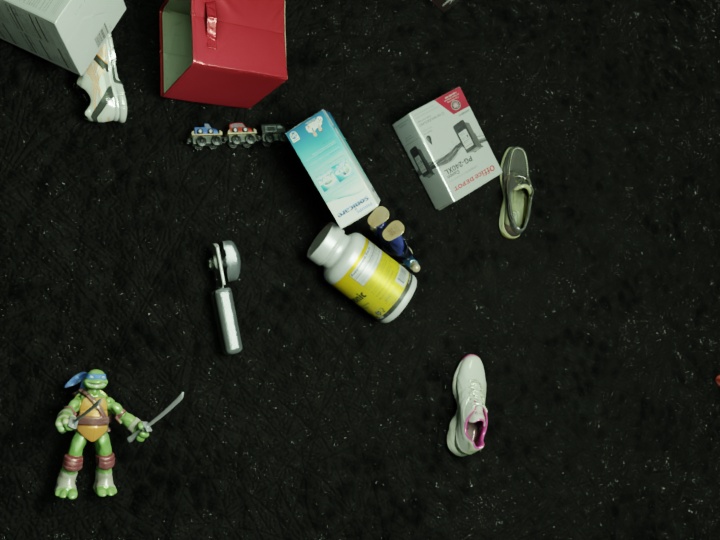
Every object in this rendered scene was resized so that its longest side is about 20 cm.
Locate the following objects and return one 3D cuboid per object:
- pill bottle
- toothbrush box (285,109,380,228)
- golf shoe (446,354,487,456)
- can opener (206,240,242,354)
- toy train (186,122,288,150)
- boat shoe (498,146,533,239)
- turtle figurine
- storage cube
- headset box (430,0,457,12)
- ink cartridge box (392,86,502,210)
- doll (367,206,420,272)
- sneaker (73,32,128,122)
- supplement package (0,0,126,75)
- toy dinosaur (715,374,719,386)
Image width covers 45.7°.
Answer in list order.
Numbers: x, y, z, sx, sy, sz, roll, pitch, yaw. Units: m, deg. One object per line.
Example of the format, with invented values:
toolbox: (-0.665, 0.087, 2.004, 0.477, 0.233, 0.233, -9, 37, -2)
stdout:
pill bottle: (0.000, 0.000, 1.613, 0.199, 0.111, 0.112, 38, 69, -14)
toothbrush box: (-0.047, -0.189, 1.592, 0.085, 0.146, 0.201, -31, 96, 7)
golf shoe: (0.225, 0.265, 1.685, 0.074, 0.091, 0.203, 11, 76, -20)
can opener: (-0.232, 0.047, 1.533, 0.066, 0.053, 0.203, -11, 88, -24)
toy train: (-0.228, -0.254, 1.591, 0.197, 0.034, 0.046, -7, 82, -25)
boat shoe: (0.337, -0.169, 1.813, 0.071, 0.066, 0.204, 11, 78, -21)
turtle figurine: (-0.412, 0.268, 1.355, 0.197, 0.144, 0.197, 13, 96, 21)
storage cube: (-0.247, -0.405, 1.521, 0.178, 0.199, 0.174, 2, 81, -30)
headset box: (0.152, -0.675, 1.802, 0.199, 0.077, 0.150, 38, 69, -16)
ink cartridge box: (0.180, -0.247, 1.745, 0.144, 0.083, 0.202, -31, 95, -25)
doll: (0.067, -0.049, 1.617, 0.048, 0.200, 0.136, -44, 70, -4)
sneaker: (-0.462, -0.353, 1.481, 0.079, 0.074, 0.203, -12, 87, -23)
supplement package: (-0.519, -0.453, 1.391, 0.198, 0.151, 0.153, 25, 72, 7)
toy dinosaur: (0.909, 0.304, 1.992, 0.179, 0.105, 0.203, 11, 90, -1)
